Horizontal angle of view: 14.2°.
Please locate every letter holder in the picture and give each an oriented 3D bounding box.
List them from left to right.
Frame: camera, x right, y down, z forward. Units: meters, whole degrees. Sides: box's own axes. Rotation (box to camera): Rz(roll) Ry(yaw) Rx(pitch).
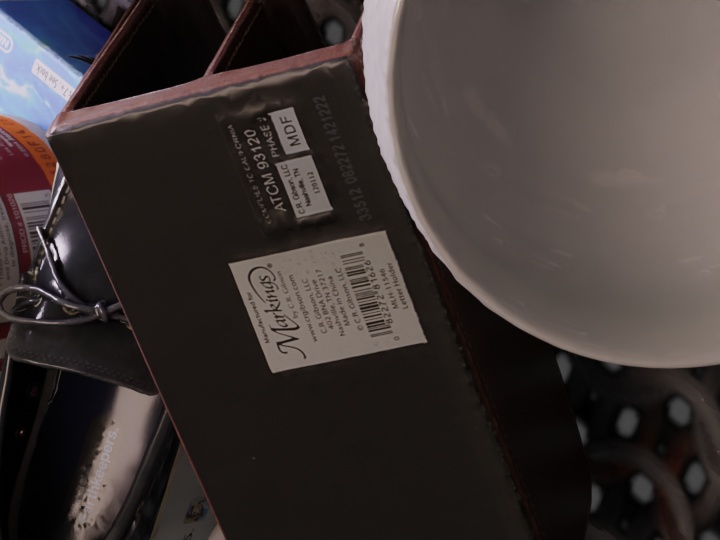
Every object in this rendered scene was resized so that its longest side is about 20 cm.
[{"bbox_3d":[0.000,0.000,0.922,0.100,0.142,0.201,-13,116,19],"label":"letter holder"}]

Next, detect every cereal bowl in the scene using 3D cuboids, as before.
[{"bbox_3d":[0.092,-0.077,0.819,0.083,0.199,0.201,-122,43,-61],"label":"cereal bowl"}]

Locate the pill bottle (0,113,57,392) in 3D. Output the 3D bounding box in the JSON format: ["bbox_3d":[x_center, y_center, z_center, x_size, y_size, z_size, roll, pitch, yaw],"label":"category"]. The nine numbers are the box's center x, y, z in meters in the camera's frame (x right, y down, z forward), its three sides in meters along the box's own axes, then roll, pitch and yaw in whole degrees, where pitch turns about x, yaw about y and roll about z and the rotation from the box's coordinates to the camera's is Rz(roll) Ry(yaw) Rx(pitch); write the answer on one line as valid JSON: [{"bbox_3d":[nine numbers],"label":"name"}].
[{"bbox_3d":[-0.191,0.006,0.998,0.109,0.199,0.110,7,100,40],"label":"pill bottle"}]

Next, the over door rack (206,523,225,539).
[{"bbox_3d":[-0.053,0.203,1.030,0.147,0.067,0.201,-27,94,40],"label":"over door rack"}]

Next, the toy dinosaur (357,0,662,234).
[{"bbox_3d":[0.044,-0.085,0.935,0.200,0.077,0.102,51,138,16],"label":"toy dinosaur"}]

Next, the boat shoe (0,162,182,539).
[{"bbox_3d":[-0.084,0.021,0.982,0.074,0.062,0.201,15,97,10],"label":"boat shoe"}]

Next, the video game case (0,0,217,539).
[{"bbox_3d":[-0.115,0.005,1.097,0.200,0.045,0.182,38,121,31],"label":"video game case"}]
